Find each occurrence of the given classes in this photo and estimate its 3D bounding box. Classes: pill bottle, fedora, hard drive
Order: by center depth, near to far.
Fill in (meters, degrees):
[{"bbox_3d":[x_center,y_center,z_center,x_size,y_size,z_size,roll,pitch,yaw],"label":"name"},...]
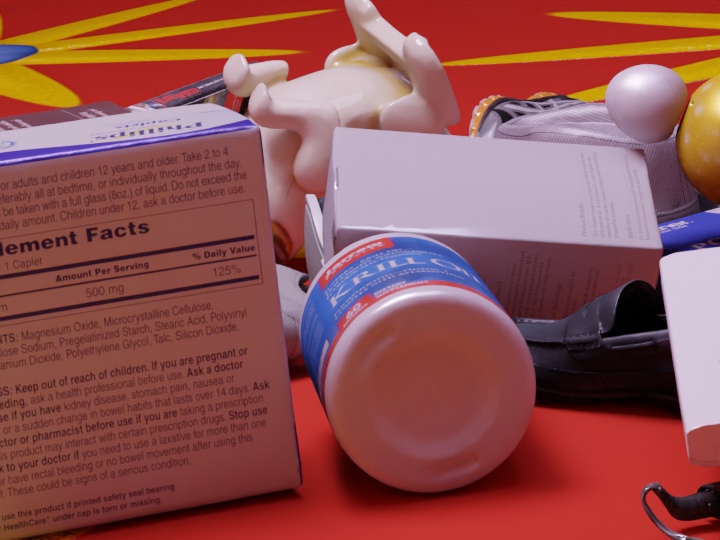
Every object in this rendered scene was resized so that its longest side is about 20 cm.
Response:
[{"bbox_3d":[0.225,0.036,1.305,0.132,0.027,0.200,-7,25,6],"label":"hard drive"},{"bbox_3d":[0.025,0.041,1.404,0.112,0.112,0.200,-7,14,-7],"label":"pill bottle"},{"bbox_3d":[0.160,-0.069,1.842,0.200,0.090,0.177,5,17,39],"label":"fedora"}]

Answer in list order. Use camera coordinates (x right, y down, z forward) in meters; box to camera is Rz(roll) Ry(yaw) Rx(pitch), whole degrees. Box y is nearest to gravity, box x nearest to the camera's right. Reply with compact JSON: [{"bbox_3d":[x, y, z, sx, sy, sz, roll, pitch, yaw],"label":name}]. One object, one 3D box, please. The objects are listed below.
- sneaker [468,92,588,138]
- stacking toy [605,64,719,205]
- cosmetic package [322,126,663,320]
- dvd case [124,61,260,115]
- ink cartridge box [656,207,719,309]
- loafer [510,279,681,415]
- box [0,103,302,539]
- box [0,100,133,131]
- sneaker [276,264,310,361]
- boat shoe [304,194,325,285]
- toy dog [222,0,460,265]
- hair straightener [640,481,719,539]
[{"bbox_3d":[0.144,-0.101,2.022,0.077,0.078,0.200,12,22,27],"label":"sneaker"},{"bbox_3d":[0.247,-0.079,1.581,0.200,0.146,0.146,22,16,1],"label":"stacking toy"},{"bbox_3d":[0.077,-0.021,1.569,0.200,0.081,0.113,4,37,-2],"label":"cosmetic package"},{"bbox_3d":[-0.137,-0.067,1.857,0.022,0.146,0.200,25,26,19],"label":"dvd case"},{"bbox_3d":[0.266,-0.017,1.683,0.200,0.044,0.094,-15,15,-34],"label":"ink cartridge box"},{"bbox_3d":[0.152,0.039,1.448,0.201,0.070,0.068,6,17,40],"label":"loafer"},{"bbox_3d":[-0.141,0.025,1.349,0.184,0.200,0.105,-9,13,-14],"label":"box"},{"bbox_3d":[-0.212,0.000,1.558,0.200,0.164,0.166,-11,15,-19],"label":"box"},{"bbox_3d":[-0.076,0.020,1.644,0.092,0.076,0.200,-2,20,-18],"label":"sneaker"},{"bbox_3d":[0.000,0.000,1.680,0.060,0.076,0.200,-8,26,-6],"label":"boat shoe"},{"bbox_3d":[-0.037,-0.081,1.850,0.200,0.194,0.140,-32,45,-9],"label":"toy dog"},{"bbox_3d":[0.234,0.101,1.220,0.200,0.041,0.077,-6,13,-5],"label":"hair straightener"}]
